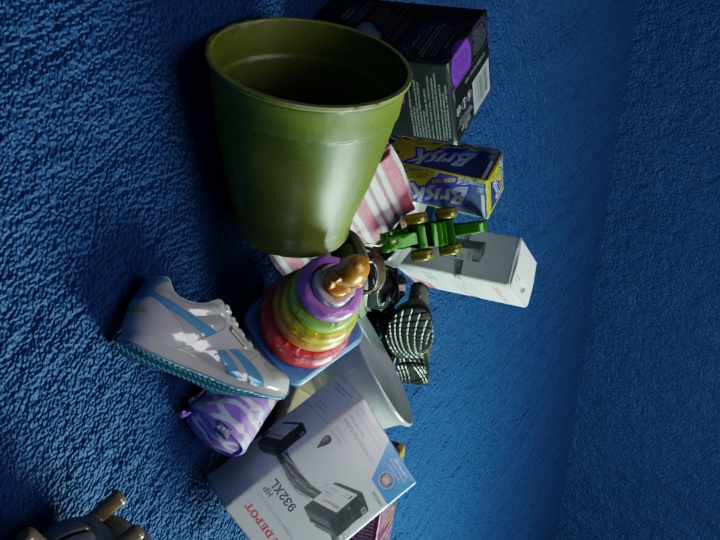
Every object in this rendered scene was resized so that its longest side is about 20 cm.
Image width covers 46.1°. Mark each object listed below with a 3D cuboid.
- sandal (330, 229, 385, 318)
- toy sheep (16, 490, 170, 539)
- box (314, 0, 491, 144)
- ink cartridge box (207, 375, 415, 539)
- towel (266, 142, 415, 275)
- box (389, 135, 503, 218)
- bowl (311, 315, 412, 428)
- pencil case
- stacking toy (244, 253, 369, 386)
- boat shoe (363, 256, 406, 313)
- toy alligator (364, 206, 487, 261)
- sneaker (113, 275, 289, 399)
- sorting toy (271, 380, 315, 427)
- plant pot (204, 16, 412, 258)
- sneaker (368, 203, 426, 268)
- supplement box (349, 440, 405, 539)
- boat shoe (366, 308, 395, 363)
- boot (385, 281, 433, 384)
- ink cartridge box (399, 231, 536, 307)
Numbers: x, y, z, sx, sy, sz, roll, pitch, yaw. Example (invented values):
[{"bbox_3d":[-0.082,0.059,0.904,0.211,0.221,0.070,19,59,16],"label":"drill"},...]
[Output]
[{"bbox_3d":[0.000,-0.001,1.006,0.201,0.057,0.081,86,-15,-73],"label":"sandal"},{"bbox_3d":[-0.234,0.277,0.748,0.138,0.137,0.201,-58,135,-34],"label":"toy sheep"},{"bbox_3d":[0.038,-0.233,0.976,0.123,0.198,0.107,-56,148,-36],"label":"box"},{"bbox_3d":[-0.056,0.250,1.008,0.199,0.084,0.146,-36,115,-13],"label":"ink cartridge box"},{"bbox_3d":[-0.021,-0.058,1.053,0.200,0.030,0.147,-41,151,-5],"label":"towel"},{"bbox_3d":[0.088,-0.133,1.132,0.065,0.198,0.071,-58,151,-35],"label":"box"},{"bbox_3d":[-0.013,0.136,1.138,0.202,0.090,0.201,60,7,-13],"label":"bowl"},{"bbox_3d":[-0.122,0.114,0.964,0.201,0.085,0.084,-57,-174,-37],"label":"pencil case"},{"bbox_3d":[-0.037,0.029,0.875,0.116,0.110,0.200,-34,173,-29],"label":"stacking toy"},{"bbox_3d":[0.032,0.023,1.178,0.200,0.065,0.076,78,11,-75],"label":"boat shoe"},{"bbox_3d":[0.066,-0.043,1.098,0.054,0.198,0.060,-162,-119,-76],"label":"toy alligator"},{"bbox_3d":[-0.142,0.075,0.839,0.199,0.076,0.082,33,63,-40],"label":"sneaker"},{"bbox_3d":[-0.092,0.239,1.143,0.200,0.036,0.187,52,55,-65],"label":"sorting toy"},{"bbox_3d":[-0.061,-0.125,0.862,0.200,0.199,0.195,-45,152,-48],"label":"plant pot"},{"bbox_3d":[0.063,-0.084,1.272,0.201,0.075,0.092,-60,159,-16],"label":"sneaker"},{"bbox_3d":[-0.007,0.363,1.274,0.131,0.102,0.203,-24,124,-75],"label":"supplement box"},{"bbox_3d":[0.010,0.131,1.263,0.093,0.074,0.201,72,30,-43],"label":"boat shoe"},{"bbox_3d":[0.077,0.068,1.249,0.201,0.067,0.132,85,11,-54],"label":"boot"},{"bbox_3d":[0.173,-0.012,1.372,0.146,0.198,0.086,36,70,-63],"label":"ink cartridge box"}]
